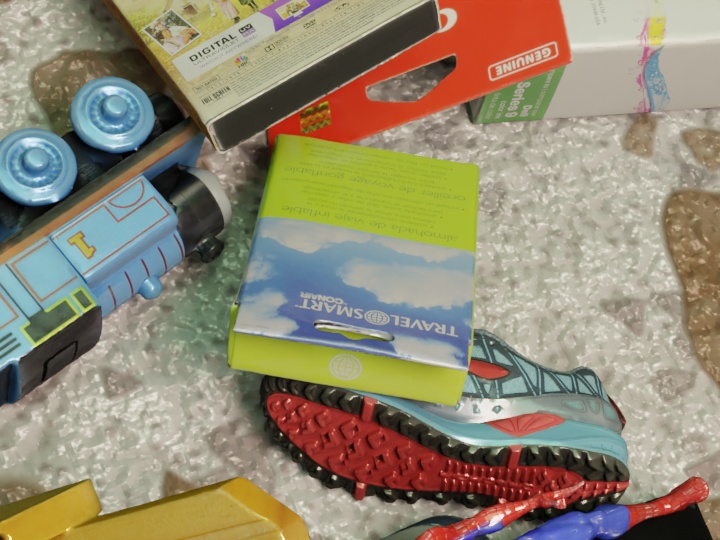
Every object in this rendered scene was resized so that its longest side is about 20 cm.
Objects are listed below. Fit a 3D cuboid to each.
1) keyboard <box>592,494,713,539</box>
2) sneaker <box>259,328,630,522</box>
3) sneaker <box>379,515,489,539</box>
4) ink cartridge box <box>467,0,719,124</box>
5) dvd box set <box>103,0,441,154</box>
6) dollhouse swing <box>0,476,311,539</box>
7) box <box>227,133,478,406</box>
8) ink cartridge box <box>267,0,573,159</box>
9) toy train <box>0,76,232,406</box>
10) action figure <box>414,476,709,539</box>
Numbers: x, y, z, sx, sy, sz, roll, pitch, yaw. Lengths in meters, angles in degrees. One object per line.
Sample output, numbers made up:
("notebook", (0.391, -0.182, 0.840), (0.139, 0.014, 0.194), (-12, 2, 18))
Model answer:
("keyboard", (0.107, 0.188, 0.836), (0.200, 0.040, 0.104), (-13, 74, -29))
("sneaker", (0.044, 0.074, 0.883), (0.199, 0.079, 0.096), (14, 43, -6))
("sneaker", (-0.008, 0.178, 0.801), (0.200, 0.082, 0.070), (-31, 70, -23))
("ink cartridge box", (0.158, -0.177, 1.018), (0.199, 0.088, 0.146), (-6, 63, -10))
("dvd box set", (-0.067, -0.167, 0.930), (0.146, 0.029, 0.200), (-31, 54, -11))
("dollhouse swing", (-0.115, 0.201, 0.670), (0.182, 0.176, 0.200), (-23, 94, -40))
("box", (0.000, 0.000, 0.869), (0.122, 0.048, 0.200), (9, 33, -1))
("ink cartridge box", (0.014, -0.170, 0.958), (0.200, 0.044, 0.174), (-19, 60, 22))
("toy train", (-0.158, -0.019, 0.887), (0.200, 0.087, 0.114), (-37, 82, -27))
("action figure", (0.092, 0.142, 0.800), (0.200, 0.052, 0.066), (-8, 76, -26))
